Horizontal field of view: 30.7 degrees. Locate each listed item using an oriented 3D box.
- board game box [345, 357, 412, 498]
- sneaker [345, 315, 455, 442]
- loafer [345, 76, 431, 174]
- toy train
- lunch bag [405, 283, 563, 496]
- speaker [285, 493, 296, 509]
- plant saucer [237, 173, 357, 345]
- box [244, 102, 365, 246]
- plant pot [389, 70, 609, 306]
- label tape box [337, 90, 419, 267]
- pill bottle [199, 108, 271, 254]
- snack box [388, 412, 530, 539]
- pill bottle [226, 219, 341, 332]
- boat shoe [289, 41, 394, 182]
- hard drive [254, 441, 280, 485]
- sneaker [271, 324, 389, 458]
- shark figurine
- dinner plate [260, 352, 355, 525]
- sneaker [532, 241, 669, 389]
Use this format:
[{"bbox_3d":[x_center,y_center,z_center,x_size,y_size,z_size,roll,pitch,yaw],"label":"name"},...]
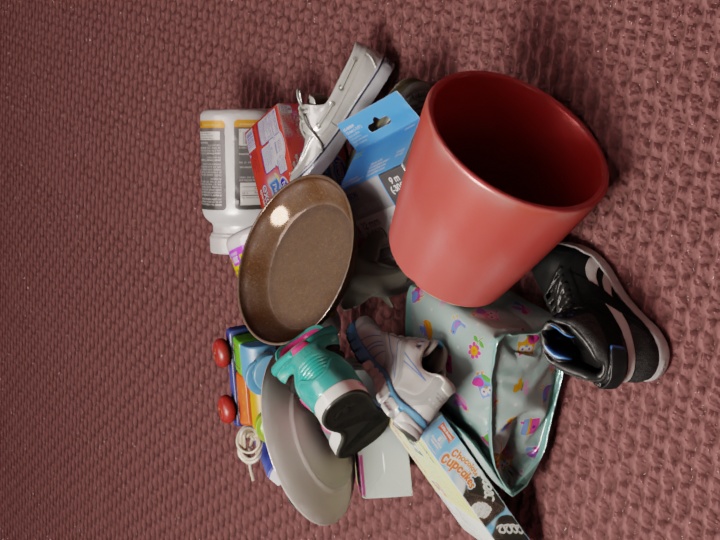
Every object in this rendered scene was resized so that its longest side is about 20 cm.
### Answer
[{"bbox_3d":[0.018,0.184,1.579,0.200,0.063,0.150,176,90,-88],"label":"board game box"},{"bbox_3d":[0.050,0.098,1.393,0.087,0.075,0.200,-42,34,5],"label":"sneaker"},{"bbox_3d":[0.025,-0.166,1.590,0.070,0.074,0.201,61,140,26],"label":"loafer"},{"bbox_3d":[-0.114,0.172,1.530,0.116,0.084,0.203,-144,49,-66],"label":"toy train"},{"bbox_3d":[0.129,0.124,1.428,0.170,0.121,0.203,34,127,50],"label":"lunch bag"},{"bbox_3d":[-0.053,0.233,1.678,0.200,0.080,0.082,-89,5,-73],"label":"speaker"},{"bbox_3d":[-0.065,-0.009,1.500,0.199,0.036,0.203,-23,58,42],"label":"plant saucer"},{"bbox_3d":[-0.073,-0.110,1.730,0.099,0.095,0.203,-32,68,53],"label":"box"},{"bbox_3d":[0.124,-0.073,1.335,0.202,0.198,0.178,62,142,31],"label":"plant pot"},{"bbox_3d":[0.044,-0.090,1.504,0.201,0.066,0.143,55,148,-10],"label":"label tape box"},{"bbox_3d":[-0.169,-0.127,1.858,0.116,0.115,0.203,9,102,56],"label":"pill bottle"},{"bbox_3d":[0.103,0.225,1.440,0.201,0.037,0.116,55,167,-22],"label":"snack box"},{"bbox_3d":[-0.087,0.038,1.619,0.104,0.103,0.202,-23,87,56],"label":"pill bottle"},{"bbox_3d":[-0.047,-0.195,1.621,0.203,0.086,0.075,-54,9,16],"label":"boat shoe"},{"bbox_3d":[-0.079,0.188,1.648,0.132,0.025,0.200,-51,11,-2],"label":"hard drive"},{"bbox_3d":[-0.038,0.123,1.401,0.121,0.083,0.200,55,173,24],"label":"sneaker"},{"bbox_3d":[0.016,0.011,1.503,0.213,0.089,0.129,-1,123,56],"label":"shark figurine"},{"bbox_3d":[-0.049,0.181,1.456,0.024,0.200,0.203,-19,76,22],"label":"dinner plate"},{"bbox_3d":[0.207,0.037,1.299,0.200,0.111,0.074,49,132,42],"label":"sneaker"}]
